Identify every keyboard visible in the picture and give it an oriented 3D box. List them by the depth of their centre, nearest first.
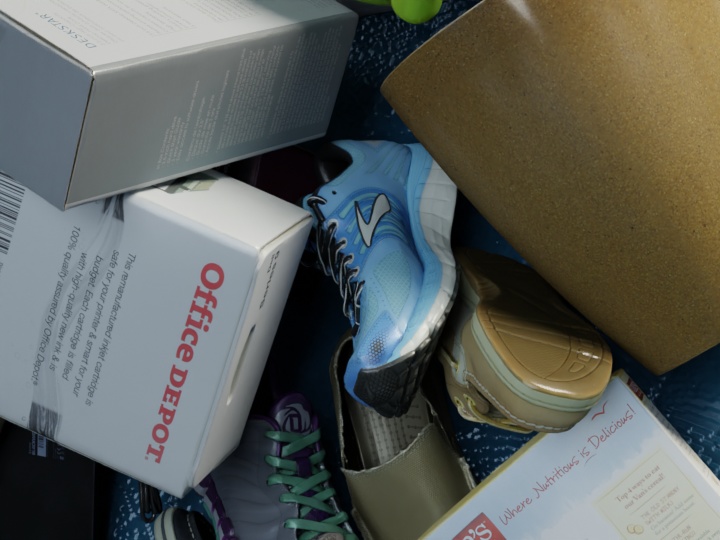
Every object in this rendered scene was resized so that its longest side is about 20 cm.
[{"bbox_3d":[-0.158,0.092,1.278,0.127,0.021,0.201,9,102,30],"label":"keyboard"}]

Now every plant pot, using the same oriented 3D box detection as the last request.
[{"bbox_3d":[0.139,-0.055,1.132,0.186,0.186,0.200,-32,85,15],"label":"plant pot"}]

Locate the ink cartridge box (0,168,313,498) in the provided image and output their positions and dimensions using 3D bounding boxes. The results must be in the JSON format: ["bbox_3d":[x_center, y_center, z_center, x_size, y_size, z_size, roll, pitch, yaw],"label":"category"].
[{"bbox_3d":[-0.143,0.006,1.145,0.200,0.084,0.146,24,111,12],"label":"ink cartridge box"}]

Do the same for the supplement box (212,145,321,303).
[{"bbox_3d":[-0.126,-0.046,1.266,0.200,0.110,0.086,11,86,24],"label":"supplement box"}]

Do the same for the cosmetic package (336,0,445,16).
[{"bbox_3d":[0.060,-0.187,1.227,0.199,0.083,0.051,-8,76,21],"label":"cosmetic package"}]

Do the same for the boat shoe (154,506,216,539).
[{"bbox_3d":[-0.038,0.201,1.211,0.062,0.075,0.200,-43,73,6],"label":"boat shoe"}]

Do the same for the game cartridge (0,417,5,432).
[{"bbox_3d":[-0.279,0.032,1.312,0.200,0.032,0.176,46,135,22],"label":"game cartridge"}]

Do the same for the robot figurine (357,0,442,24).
[{"bbox_3d":[0.049,-0.201,1.125,0.200,0.116,0.176,-12,48,22],"label":"robot figurine"}]

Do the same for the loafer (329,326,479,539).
[{"bbox_3d":[0.025,0.117,1.198,0.076,0.067,0.200,-29,71,16],"label":"loafer"}]

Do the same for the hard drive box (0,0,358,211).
[{"bbox_3d":[-0.126,-0.117,1.133,0.156,0.200,0.077,33,121,29],"label":"hard drive box"}]

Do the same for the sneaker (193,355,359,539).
[{"bbox_3d":[-0.040,0.120,1.181,0.200,0.074,0.088,52,136,42],"label":"sneaker"}]

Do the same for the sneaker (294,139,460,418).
[{"bbox_3d":[0.000,0.000,1.170,0.090,0.200,0.079,14,126,-9],"label":"sneaker"}]

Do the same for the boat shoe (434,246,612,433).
[{"bbox_3d":[0.078,0.048,1.140,0.074,0.200,0.067,15,105,-9],"label":"boat shoe"}]

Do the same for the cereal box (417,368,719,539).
[{"bbox_3d":[0.142,0.170,1.127,0.144,0.040,0.200,-41,85,12],"label":"cereal box"}]
